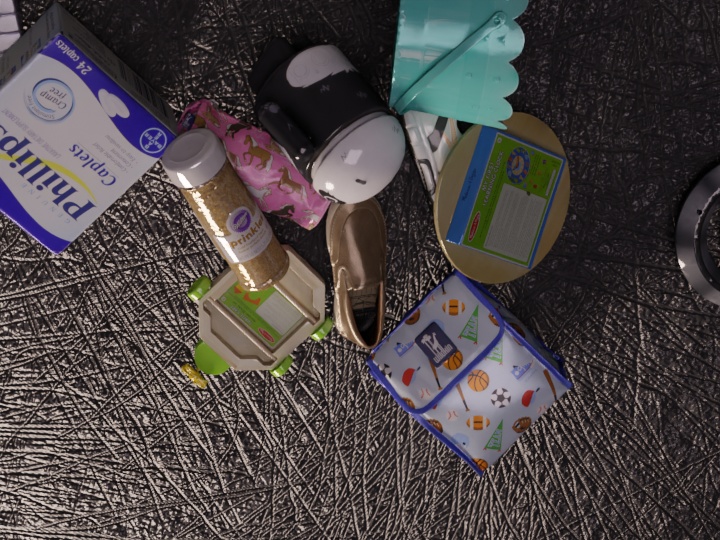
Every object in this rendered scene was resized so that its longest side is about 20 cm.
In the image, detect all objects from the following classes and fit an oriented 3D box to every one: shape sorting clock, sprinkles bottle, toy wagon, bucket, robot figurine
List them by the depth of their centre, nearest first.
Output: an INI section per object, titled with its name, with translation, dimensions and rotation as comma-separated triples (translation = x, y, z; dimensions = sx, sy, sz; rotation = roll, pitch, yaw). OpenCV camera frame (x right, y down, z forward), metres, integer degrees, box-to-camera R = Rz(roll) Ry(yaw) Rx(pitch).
[bucket]
translation = 0.104, -0.257, 1.616
dimensions = 0.133, 0.207, 0.209
rotation = 6, 111, 0
[robot figurine]
translation = -0.039, -0.166, 1.648
dimensions = 0.150, 0.125, 0.200
rotation = -34, 73, -17
[sprinkles bottle]
translation = -0.148, -0.065, 1.663
dimensions = 0.068, 0.069, 0.201
rotation = -26, 130, 5
[shape sorting clock]
translation = 0.165, -0.085, 1.734
dimensions = 0.199, 0.039, 0.202
rotation = -12, 111, -35
[toy wagon]
translation = -0.137, 0.059, 1.797
dimensions = 0.200, 0.040, 0.155
rotation = -42, 108, 11

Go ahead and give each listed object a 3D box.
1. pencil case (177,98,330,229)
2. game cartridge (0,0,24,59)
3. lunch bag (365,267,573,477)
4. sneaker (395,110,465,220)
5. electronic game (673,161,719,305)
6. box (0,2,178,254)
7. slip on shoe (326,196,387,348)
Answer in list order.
[pencil case]
translation = -0.120, -0.122, 1.708
dimensions = 0.198, 0.083, 0.087
rotation = 25, 135, -14
[game cartridge]
translation = -0.474, -0.269, 1.646
dimensions = 0.198, 0.038, 0.131
rotation = -9, 115, -2
[lunch bag]
translation = 0.128, 0.118, 1.799
dimensions = 0.170, 0.124, 0.200
rotation = -44, 103, 8
[sneaker]
translation = 0.108, -0.110, 1.737
dimensions = 0.079, 0.074, 0.202
rotation = -21, 114, -4
[electronic game]
translation = 0.477, -0.048, 1.808
dimensions = 0.198, 0.042, 0.202
rotation = -2, 109, -5
[box]
translation = -0.335, -0.153, 1.645
dimensions = 0.200, 0.105, 0.184
rotation = -42, 120, 11
[slip on shoe]
translation = 0.000, 0.000, 1.754
dimensions = 0.075, 0.061, 0.202
rotation = -9, 122, -21
